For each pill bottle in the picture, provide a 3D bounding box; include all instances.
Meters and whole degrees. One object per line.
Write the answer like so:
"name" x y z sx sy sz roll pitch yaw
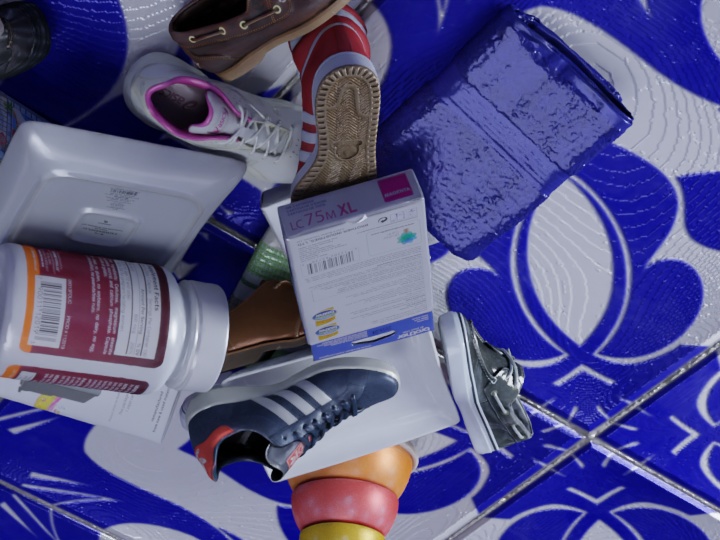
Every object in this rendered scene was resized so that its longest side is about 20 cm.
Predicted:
"pill bottle" -0.221 0.046 1.581 0.198 0.115 0.114 9 139 -24

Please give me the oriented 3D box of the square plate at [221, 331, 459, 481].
"square plate" -0.016 0.117 1.728 0.196 0.029 0.201 -17 144 2

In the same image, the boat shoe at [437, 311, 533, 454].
"boat shoe" 0.123 0.102 1.772 0.070 0.073 0.201 -15 141 7

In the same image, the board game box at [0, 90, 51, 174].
"board game box" -0.296 -0.061 1.629 0.199 0.062 0.199 21 143 -36

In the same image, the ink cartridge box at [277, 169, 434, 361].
"ink cartridge box" 0.000 0.000 1.557 0.118 0.042 0.201 -16 144 -4

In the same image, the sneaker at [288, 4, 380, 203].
"sneaker" -0.026 -0.128 1.511 0.070 0.113 0.201 -1 138 -13

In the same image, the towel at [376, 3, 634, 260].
"towel" 0.110 -0.115 1.529 0.147 0.050 0.200 41 117 -15

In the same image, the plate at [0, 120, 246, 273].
"plate" -0.220 -0.048 1.566 0.197 0.033 0.200 10 147 -24

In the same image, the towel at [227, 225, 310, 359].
"towel" -0.042 0.025 1.711 0.148 0.031 0.201 24 123 -12

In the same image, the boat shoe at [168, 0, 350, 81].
"boat shoe" -0.071 -0.219 1.454 0.199 0.071 0.070 -31 126 33

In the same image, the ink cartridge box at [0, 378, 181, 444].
"ink cartridge box" -0.263 0.068 1.714 0.198 0.148 0.086 17 113 -9

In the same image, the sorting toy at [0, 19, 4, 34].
"sorting toy" -0.414 -0.236 1.436 0.198 0.070 0.200 -16 109 24

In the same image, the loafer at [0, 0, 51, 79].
"loafer" -0.354 -0.168 1.532 0.199 0.072 0.073 -29 85 25

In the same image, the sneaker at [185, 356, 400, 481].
"sneaker" -0.055 0.141 1.647 0.198 0.085 0.075 -15 144 -2

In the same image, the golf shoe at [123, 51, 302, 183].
"golf shoe" -0.105 -0.118 1.540 0.198 0.092 0.076 19 98 -13

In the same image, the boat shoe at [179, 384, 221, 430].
"boat shoe" -0.083 0.116 1.816 0.197 0.074 0.067 -6 121 -1

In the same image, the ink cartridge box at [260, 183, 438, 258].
"ink cartridge box" 0.020 -0.058 1.612 0.198 0.037 0.095 -18 121 14

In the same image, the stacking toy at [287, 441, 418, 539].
"stacking toy" -0.021 0.260 1.840 0.144 0.202 0.147 5 152 3

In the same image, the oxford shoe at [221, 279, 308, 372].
"oxford shoe" -0.058 0.036 1.666 0.198 0.072 0.071 -16 175 3
